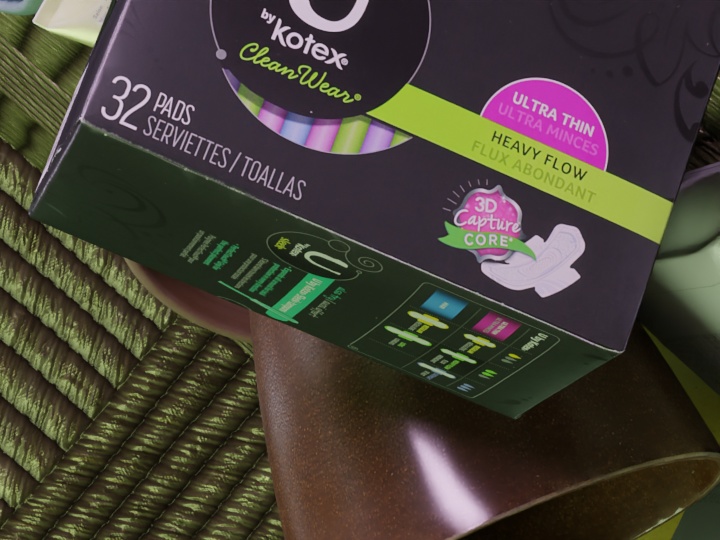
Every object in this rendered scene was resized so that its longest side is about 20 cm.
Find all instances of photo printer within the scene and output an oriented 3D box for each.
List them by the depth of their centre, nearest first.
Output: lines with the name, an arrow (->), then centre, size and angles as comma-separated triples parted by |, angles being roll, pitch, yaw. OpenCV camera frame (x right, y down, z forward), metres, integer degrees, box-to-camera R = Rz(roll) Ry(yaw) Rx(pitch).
photo printer -> 0.188, 0.024, 1.149 | 0.166, 0.069, 0.200 | 41, 172, -4

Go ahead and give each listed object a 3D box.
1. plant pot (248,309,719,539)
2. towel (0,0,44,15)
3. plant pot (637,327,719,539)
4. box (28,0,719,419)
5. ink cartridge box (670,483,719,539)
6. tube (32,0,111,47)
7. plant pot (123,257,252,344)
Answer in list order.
plant pot -> 0.028, 0.029, 1.216 | 0.187, 0.187, 0.200 | 70, 176, -74
towel -> -0.086, -0.144, 1.259 | 0.200, 0.171, 0.048 | -159, 61, -69
plant pot -> 0.167, 0.118, 1.373 | 0.200, 0.142, 0.200 | 46, 180, 0
box -> 0.007, -0.059, 1.020 | 0.200, 0.149, 0.124 | 22, 162, -8
ink cartridge box -> 0.240, 0.152, 1.238 | 0.200, 0.050, 0.109 | 33, 166, -18
tube -> -0.020, -0.081, 1.110 | 0.200, 0.058, 0.052 | 27, 157, -8
plant pot -> -0.024, -0.059, 1.464 | 0.201, 0.201, 0.093 | 47, -149, -37
